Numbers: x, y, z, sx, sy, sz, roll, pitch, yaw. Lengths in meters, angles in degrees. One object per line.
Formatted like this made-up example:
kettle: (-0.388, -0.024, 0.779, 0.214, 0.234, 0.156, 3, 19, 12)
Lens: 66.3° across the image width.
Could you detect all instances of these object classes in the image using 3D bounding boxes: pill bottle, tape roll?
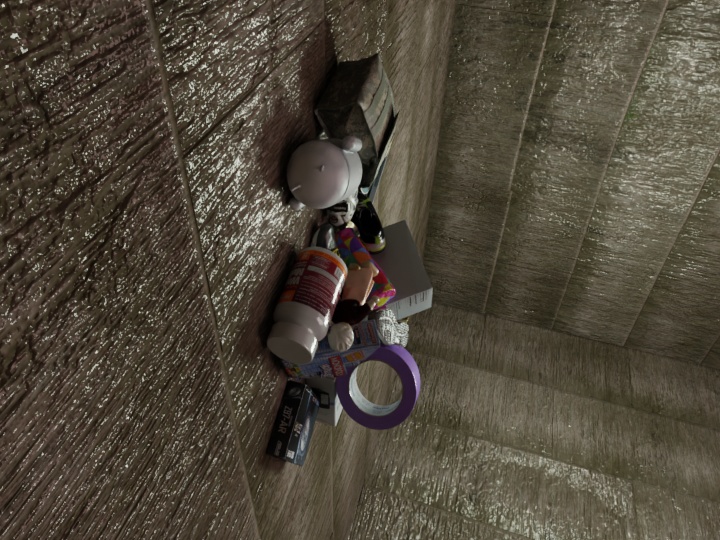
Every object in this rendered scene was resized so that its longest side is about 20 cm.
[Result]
pill bottle: (-0.101, 0.065, 1.043, 0.111, 0.107, 0.203, 86, 19, -53)
tape roll: (0.043, 0.271, 1.320, 0.066, 0.195, 0.206, -33, 134, -73)

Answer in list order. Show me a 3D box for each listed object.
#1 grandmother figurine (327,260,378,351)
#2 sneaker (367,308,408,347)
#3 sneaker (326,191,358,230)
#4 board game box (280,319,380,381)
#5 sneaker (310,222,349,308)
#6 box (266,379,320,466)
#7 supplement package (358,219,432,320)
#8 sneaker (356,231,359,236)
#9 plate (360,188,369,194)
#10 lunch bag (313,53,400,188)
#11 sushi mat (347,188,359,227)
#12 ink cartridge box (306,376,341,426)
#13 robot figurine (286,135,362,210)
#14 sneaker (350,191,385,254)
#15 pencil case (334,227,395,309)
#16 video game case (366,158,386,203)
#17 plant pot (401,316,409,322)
grandmother figurine: (-0.016, 0.071, 1.095, 0.061, 0.119, 0.203, 46, 45, -29)
sneaker: (0.047, 0.134, 1.236, 0.200, 0.078, 0.076, 44, 52, -63)
sneaker: (-0.043, -0.148, 1.202, 0.200, 0.072, 0.091, 67, 35, -70)
board game box: (-0.056, 0.172, 1.147, 0.201, 0.195, 0.063, 80, -3, -61)
sneaker: (-0.054, -0.007, 1.202, 0.074, 0.083, 0.205, -41, 134, -49)
box: (-0.148, 0.355, 1.266, 0.201, 0.042, 0.164, 76, 27, -66)
supplement package: (0.054, 0.018, 1.365, 0.148, 0.195, 0.195, 75, -4, -67)
sneaker: (0.029, -0.063, 1.553, 0.201, 0.111, 0.074, -57, 158, -57)
plate: (0.017, -0.299, 1.408, 0.200, 0.025, 0.206, 12, 89, -79)
lunch bag: (0.010, -0.291, 1.104, 0.202, 0.115, 0.166, 63, 37, -42)
sushi mat: (-0.017, -0.206, 1.427, 0.096, 0.012, 0.205, -36, 136, -71)
ink cartridge box: (-0.078, 0.278, 1.432, 0.147, 0.081, 0.203, -64, 162, -46)
robot figurine: (-0.062, -0.174, 0.980, 0.170, 0.113, 0.200, -47, 180, 21)
sneaker: (0.015, -0.131, 1.308, 0.084, 0.070, 0.203, 86, -18, -54)
pencil case: (0.000, 0.000, 1.252, 0.087, 0.202, 0.089, -28, 160, -12)
video game case: (0.037, -0.238, 1.553, 0.143, 0.017, 0.204, 118, -10, -64)
plant pot: (0.044, 0.132, 1.663, 0.201, 0.196, 0.180, -59, 169, -58)
